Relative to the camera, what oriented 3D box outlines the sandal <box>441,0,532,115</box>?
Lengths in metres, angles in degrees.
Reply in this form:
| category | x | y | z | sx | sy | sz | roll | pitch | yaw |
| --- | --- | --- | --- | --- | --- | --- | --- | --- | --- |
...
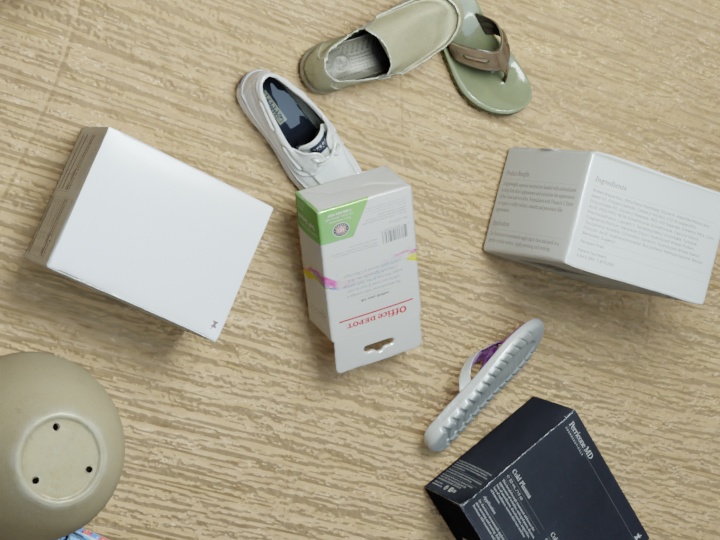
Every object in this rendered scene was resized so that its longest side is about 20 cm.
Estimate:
| category | x | y | z | sx | sy | sz | roll | pitch | yaw |
| --- | --- | --- | --- | --- | --- | --- | --- | --- | --- |
| sandal | 0.131 | -0.263 | 1.847 | 0.080 | 0.057 | 0.202 | -40 | 109 | -15 |

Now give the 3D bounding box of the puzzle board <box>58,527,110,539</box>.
| category | x | y | z | sx | sy | sz | roll | pitch | yaw |
| --- | --- | --- | --- | --- | --- | --- | --- | --- | --- |
| puzzle board | -0.381 | 0.317 | 1.696 | 0.199 | 0.017 | 0.152 | 28 | 83 | -23 |

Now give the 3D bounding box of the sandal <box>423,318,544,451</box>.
| category | x | y | z | sx | sy | sz | roll | pitch | yaw |
| --- | --- | --- | --- | --- | --- | --- | --- | --- | --- |
| sandal | 0.137 | 0.123 | 1.886 | 0.050 | 0.083 | 0.203 | 39 | 77 | 22 |

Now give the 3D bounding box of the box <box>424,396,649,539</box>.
| category | x | y | z | sx | sy | sz | roll | pitch | yaw |
| --- | --- | --- | --- | --- | --- | --- | --- | --- | --- |
| box | 0.210 | 0.288 | 1.905 | 0.182 | 0.104 | 0.201 | -36 | 108 | -16 |

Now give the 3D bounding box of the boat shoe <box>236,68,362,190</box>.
| category | x | y | z | sx | sy | sz | roll | pitch | yaw |
| --- | --- | --- | --- | --- | --- | --- | --- | --- | --- |
| boat shoe | -0.058 | -0.138 | 1.771 | 0.200 | 0.065 | 0.074 | 44 | 77 | -21 |

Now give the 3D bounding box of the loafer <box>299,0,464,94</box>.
| category | x | y | z | sx | sy | sz | roll | pitch | yaw |
| --- | --- | --- | --- | --- | --- | --- | --- | --- | --- |
| loafer | 0.031 | -0.248 | 1.783 | 0.199 | 0.068 | 0.076 | -27 | 106 | -7 |

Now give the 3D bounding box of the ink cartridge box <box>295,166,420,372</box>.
| category | x | y | z | sx | sy | sz | roll | pitch | yaw |
| --- | --- | --- | --- | --- | --- | --- | --- | --- | --- |
| ink cartridge box | 0.000 | 0.000 | 1.783 | 0.116 | 0.067 | 0.202 | -17 | 119 | -21 |

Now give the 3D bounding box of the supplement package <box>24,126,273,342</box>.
| category | x | y | z | sx | sy | sz | roll | pitch | yaw |
| --- | --- | --- | --- | --- | --- | --- | --- | --- | --- |
| supplement package | -0.221 | -0.039 | 1.684 | 0.199 | 0.111 | 0.157 | 26 | 84 | -24 |

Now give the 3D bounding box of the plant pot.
| category | x | y | z | sx | sy | sz | roll | pitch | yaw |
| --- | --- | --- | --- | --- | --- | --- | --- | --- | --- |
| plant pot | -0.323 | 0.186 | 1.635 | 0.198 | 0.134 | 0.203 | 0 | 89 | -26 |

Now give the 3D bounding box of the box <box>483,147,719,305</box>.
| category | x | y | z | sx | sy | sz | roll | pitch | yaw |
| --- | --- | --- | --- | --- | --- | --- | --- | --- | --- |
| box | 0.280 | -0.054 | 1.854 | 0.198 | 0.199 | 0.132 | 15 | 89 | -24 |
